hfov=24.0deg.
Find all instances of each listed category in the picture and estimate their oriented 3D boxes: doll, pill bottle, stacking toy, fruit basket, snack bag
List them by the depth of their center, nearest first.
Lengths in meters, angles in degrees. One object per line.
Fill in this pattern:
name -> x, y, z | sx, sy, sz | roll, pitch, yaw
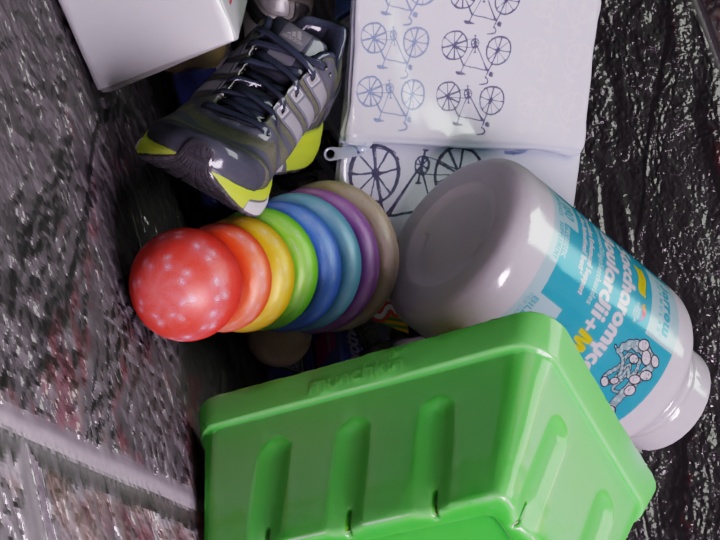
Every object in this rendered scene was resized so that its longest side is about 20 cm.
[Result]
fruit basket -> 0.038, 0.088, 0.840 | 0.156, 0.215, 0.216 | 56, 14, -31
stacking toy -> -0.053, 0.003, 0.872 | 0.200, 0.085, 0.086 | -17, 88, -66
pill bottle -> 0.118, 0.029, 0.987 | 0.200, 0.111, 0.111 | 35, 27, -31
doll -> -0.074, -0.035, 1.005 | 0.137, 0.048, 0.201 | -93, 168, -76
snack bag -> 0.063, -0.075, 1.007 | 0.021, 0.188, 0.201 | 19, -75, 54

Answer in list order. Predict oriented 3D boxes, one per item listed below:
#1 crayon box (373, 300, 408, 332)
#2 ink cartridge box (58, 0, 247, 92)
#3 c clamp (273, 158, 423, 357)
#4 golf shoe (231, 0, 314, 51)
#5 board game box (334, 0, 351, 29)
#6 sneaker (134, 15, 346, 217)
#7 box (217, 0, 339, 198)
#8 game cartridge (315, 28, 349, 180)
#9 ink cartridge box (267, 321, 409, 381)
crayon box -> 0.047, -0.024, 1.289 | 0.051, 0.199, 0.128 | -33, 103, -83
ink cartridge box -> -0.132, -0.215, 0.899 | 0.146, 0.082, 0.201 | -92, 161, -68
c clamp -> 0.000, 0.000, 1.040 | 0.171, 0.027, 0.201 | 5, 58, -58
golf shoe -> -0.107, -0.212, 1.050 | 0.200, 0.092, 0.073 | 43, 7, 26
board game box -> 0.046, -0.210, 1.064 | 0.135, 0.034, 0.201 | 29, 49, -35
sneaker -> -0.056, -0.088, 0.868 | 0.074, 0.081, 0.200 | 27, 20, 1
box -> -0.028, -0.166, 1.204 | 0.199, 0.171, 0.201 | -72, 143, -78
game cartridge -> 0.045, -0.070, 1.067 | 0.133, 0.041, 0.200 | -46, 109, -38
ink cartridge box -> 0.037, 0.095, 1.070 | 0.199, 0.042, 0.120 | 17, 40, -22
